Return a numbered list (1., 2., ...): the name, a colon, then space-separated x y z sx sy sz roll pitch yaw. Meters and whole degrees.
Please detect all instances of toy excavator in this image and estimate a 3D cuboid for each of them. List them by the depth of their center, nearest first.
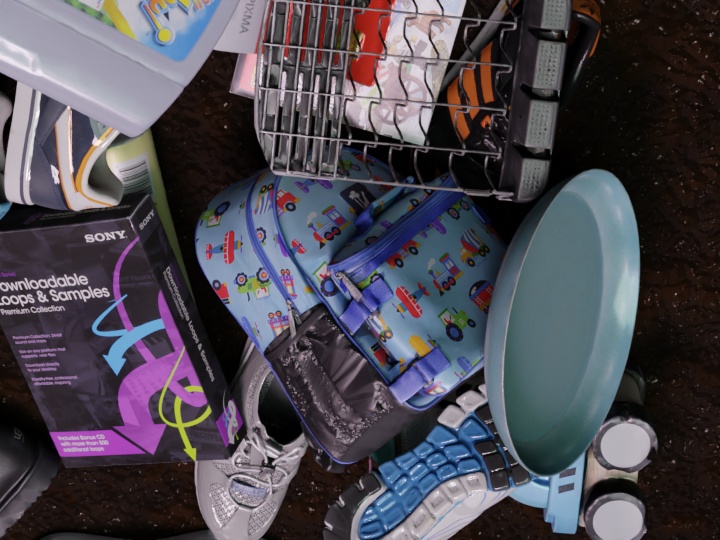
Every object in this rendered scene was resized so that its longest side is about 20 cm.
1. toy excavator: 0.113 0.098 1.412 0.198 0.100 0.196 2 115 1

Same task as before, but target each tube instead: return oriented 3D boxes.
1. tube: -0.154 -0.010 1.347 0.052 0.058 0.201 -36 130 -39

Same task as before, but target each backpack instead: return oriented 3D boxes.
1. backpack: 0.000 0.000 1.276 0.200 0.182 0.134 53 132 6

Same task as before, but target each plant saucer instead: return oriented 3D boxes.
1. plant saucer: 0.128 0.032 1.256 0.027 0.200 0.201 12 121 29

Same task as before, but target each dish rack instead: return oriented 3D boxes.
1. dish rack: 0.033 -0.121 1.214 0.198 0.055 0.155 5 103 -8

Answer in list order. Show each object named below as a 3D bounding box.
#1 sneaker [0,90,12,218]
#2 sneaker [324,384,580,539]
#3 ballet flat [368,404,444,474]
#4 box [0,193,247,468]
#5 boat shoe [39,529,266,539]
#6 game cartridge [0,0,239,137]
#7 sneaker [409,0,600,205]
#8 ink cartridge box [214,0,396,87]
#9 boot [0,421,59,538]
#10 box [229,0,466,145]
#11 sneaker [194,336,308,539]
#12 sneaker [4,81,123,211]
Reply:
1. sneaker: -0.269 -0.034 1.271 0.086 0.075 0.201 19 109 29
2. sneaker: 0.068 0.143 1.363 0.199 0.087 0.075 -31 72 5
3. ballet flat: 0.035 0.141 1.438 0.071 0.069 0.201 -15 123 -20
4. box: -0.177 0.046 1.343 0.142 0.036 0.201 -6 119 27
5. boat shoe: -0.153 0.236 1.459 0.198 0.057 0.069 2 116 -8
6. game cartridge: -0.132 -0.189 1.155 0.133 0.040 0.201 25 92 -25
7. sneaker: 0.095 -0.109 1.303 0.070 0.090 0.201 25 110 -18
8. ink cartridge box: -0.071 -0.211 1.220 0.199 0.050 0.163 20 114 10
9. boot: -0.330 0.150 1.386 0.162 0.073 0.198 38 99 -24
10. box: 0.004 -0.194 1.266 0.136 0.038 0.201 15 114 -3
11. sneaker: -0.073 0.119 1.397 0.074 0.082 0.201 10 114 -12
12. sneaker: -0.173 -0.133 1.215 0.079 0.079 0.201 10 115 5
